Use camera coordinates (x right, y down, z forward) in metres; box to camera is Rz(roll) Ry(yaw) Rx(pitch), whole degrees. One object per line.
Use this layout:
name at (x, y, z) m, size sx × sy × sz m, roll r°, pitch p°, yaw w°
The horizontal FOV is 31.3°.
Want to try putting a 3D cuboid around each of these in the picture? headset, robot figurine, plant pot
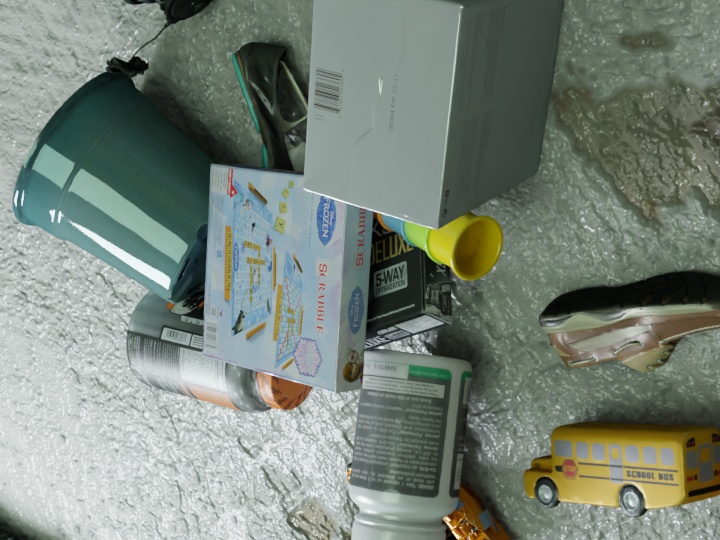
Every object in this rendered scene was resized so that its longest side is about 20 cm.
headset at (-0.216, -0.302, 1.347) m, size 0.123 × 0.094 × 0.201 m, roll 25°, pitch 109°, yaw 24°
robot figurine at (0.066, 0.253, 1.390) m, size 0.200 × 0.058 × 0.145 m, roll 46°, pitch 124°, yaw 10°
plant pot at (-0.236, -0.079, 1.396) m, size 0.195 × 0.200 × 0.201 m, roll 35°, pitch 124°, yaw 8°

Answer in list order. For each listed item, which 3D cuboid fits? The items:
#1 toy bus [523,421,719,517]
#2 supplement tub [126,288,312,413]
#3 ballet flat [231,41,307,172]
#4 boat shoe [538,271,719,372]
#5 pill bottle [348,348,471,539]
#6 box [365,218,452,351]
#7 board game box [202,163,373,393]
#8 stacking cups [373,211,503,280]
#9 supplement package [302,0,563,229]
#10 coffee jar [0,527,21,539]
toy bus at (0.244, 0.186, 1.217) m, size 0.199 × 0.065 × 0.079 m, roll -6°, pitch 89°, yaw 51°
supplement tub at (-0.152, 0.088, 1.434) m, size 0.199 × 0.122 × 0.124 m, roll 11°, pitch 113°, yaw 30°
ballet flat at (-0.081, -0.139, 1.331) m, size 0.068 × 0.068 × 0.202 m, roll -12°, pitch 97°, yaw -4°
boat shoe at (0.260, 0.052, 1.182) m, size 0.199 × 0.076 × 0.074 m, roll -9°, pitch 108°, yaw 44°
pill bottle at (0.048, 0.185, 1.299) m, size 0.112 × 0.113 × 0.202 m, roll 3°, pitch 83°, yaw 33°
box at (0.000, 0.000, 1.296) m, size 0.199 × 0.050 × 0.159 m, roll -20°, pitch 61°, yaw 38°
board game box at (-0.075, 0.002, 1.262) m, size 0.199 × 0.041 × 0.202 m, roll 11°, pitch 101°, yaw 43°
stacking cups at (0.045, -0.050, 1.195) m, size 0.200 × 0.060 × 0.061 m, roll 28°, pitch 124°, yaw 48°
supplement package at (0.065, -0.168, 1.143) m, size 0.146 × 0.200 × 0.193 m, roll 19°, pitch 117°, yaw 27°
coffee jar at (-0.507, 0.424, 1.823) m, size 0.199 × 0.085 × 0.105 m, roll 22°, pitch 122°, yaw 25°
